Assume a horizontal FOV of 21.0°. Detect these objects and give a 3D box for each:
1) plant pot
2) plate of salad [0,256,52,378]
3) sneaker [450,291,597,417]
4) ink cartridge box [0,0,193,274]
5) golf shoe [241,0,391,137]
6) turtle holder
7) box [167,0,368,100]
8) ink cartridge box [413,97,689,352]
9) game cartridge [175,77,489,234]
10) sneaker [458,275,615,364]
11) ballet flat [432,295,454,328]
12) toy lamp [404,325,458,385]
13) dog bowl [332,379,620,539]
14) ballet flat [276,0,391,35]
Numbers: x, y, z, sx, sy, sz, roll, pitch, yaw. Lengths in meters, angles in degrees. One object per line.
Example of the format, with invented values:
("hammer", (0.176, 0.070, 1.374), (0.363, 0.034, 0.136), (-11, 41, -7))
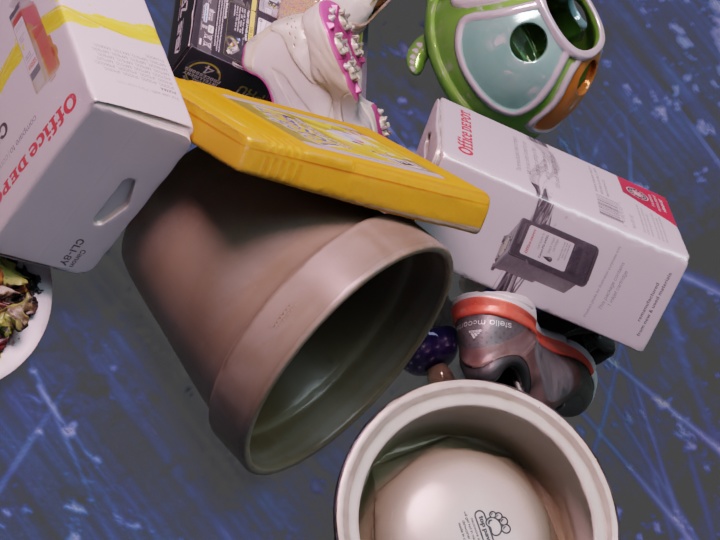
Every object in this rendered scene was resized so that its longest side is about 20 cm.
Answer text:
("plant pot", (-0.065, 0.008, 1.318), (0.173, 0.201, 0.199), (41, 40, 19))
("plate of salad", (-0.285, -0.015, 1.246), (0.199, 0.048, 0.202), (21, 47, -25))
("sneaker", (0.114, 0.084, 1.419), (0.200, 0.076, 0.083), (38, 51, -53))
("ink cartridge box", (-0.204, -0.122, 1.289), (0.083, 0.145, 0.201), (13, 40, -40))
("golf shoe", (-0.026, -0.106, 1.481), (0.076, 0.091, 0.201), (-78, 152, -62))
("turtle holder", (0.127, -0.206, 1.633), (0.140, 0.131, 0.187), (-1, 71, -42))
("box", (-0.069, -0.209, 1.561), (0.160, 0.049, 0.201), (21, 48, -23))
("ink cartridge box", (0.130, -0.037, 1.440), (0.198, 0.084, 0.145), (23, 20, -6))
("game cartridge", (-0.036, -0.083, 1.304), (0.199, 0.033, 0.176), (15, 11, -36))
("sneaker", (0.176, 0.024, 1.558), (0.199, 0.077, 0.112), (-17, 69, -44))
("ballet flat", (0.000, 0.000, 1.446), (0.199, 0.072, 0.072), (23, 47, -24))
("toy lamp", (0.088, 0.140, 1.419), (0.058, 0.058, 0.201), (-4, 60, -39))
("dog bowl", (0.071, 0.181, 1.319), (0.198, 0.074, 0.202), (5, 66, -12))
("ballet flat", (-0.001, -0.232, 1.550), (0.068, 0.067, 0.200), (47, 41, -6))
